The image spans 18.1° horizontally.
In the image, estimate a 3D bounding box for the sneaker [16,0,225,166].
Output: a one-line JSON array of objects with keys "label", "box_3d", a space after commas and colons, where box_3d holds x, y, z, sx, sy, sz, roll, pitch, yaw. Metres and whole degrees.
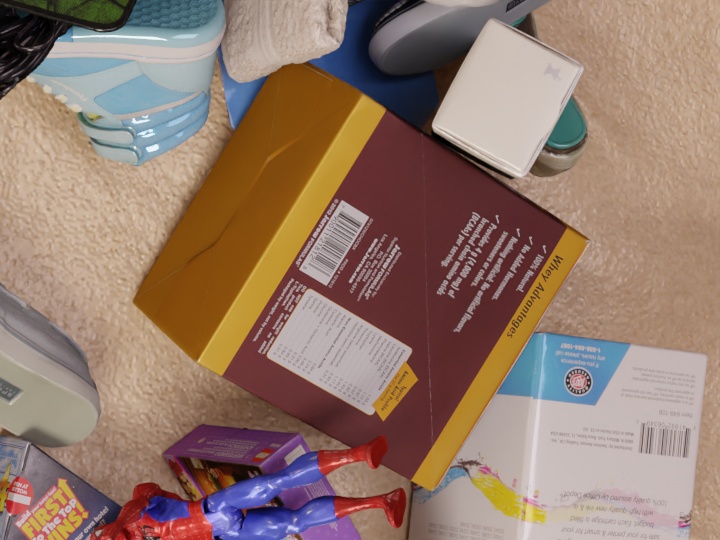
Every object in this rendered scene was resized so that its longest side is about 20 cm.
[{"label": "sneaker", "box_3d": [-0.186, -0.121, 1.435, 0.199, 0.131, 0.080, 5, 46, 1]}]

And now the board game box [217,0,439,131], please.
[{"label": "board game box", "box_3d": [-0.035, -0.166, 1.544, 0.158, 0.039, 0.201, -11, 90, -25]}]

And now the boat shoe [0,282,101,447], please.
[{"label": "boat shoe", "box_3d": [-0.243, 0.037, 1.403, 0.070, 0.072, 0.201, -38, 126, 19]}]

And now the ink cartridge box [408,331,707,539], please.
[{"label": "ink cartridge box", "box_3d": [0.134, 0.148, 1.578, 0.146, 0.146, 0.201, 9, 86, -30]}]

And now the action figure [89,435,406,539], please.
[{"label": "action figure", "box_3d": [-0.081, 0.157, 1.362, 0.099, 0.199, 0.065, -58, 132, -63]}]

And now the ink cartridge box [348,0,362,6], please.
[{"label": "ink cartridge box", "box_3d": [0.013, -0.284, 1.446, 0.043, 0.198, 0.201, -3, 85, -32]}]

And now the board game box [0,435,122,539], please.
[{"label": "board game box", "box_3d": [-0.195, 0.214, 1.438, 0.200, 0.062, 0.200, -45, 110, -22]}]

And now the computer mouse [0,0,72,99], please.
[{"label": "computer mouse", "box_3d": [-0.258, -0.164, 1.358, 0.139, 0.199, 0.053, -55, 160, -41]}]

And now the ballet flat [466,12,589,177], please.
[{"label": "ballet flat", "box_3d": [0.096, -0.155, 1.602, 0.067, 0.062, 0.201, -18, 76, -20]}]

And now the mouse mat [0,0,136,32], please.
[{"label": "mouse mat", "box_3d": [-0.191, -0.227, 1.376, 0.160, 0.008, 0.200, 16, 47, 4]}]

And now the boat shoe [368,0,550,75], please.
[{"label": "boat shoe", "box_3d": [0.072, -0.210, 1.551, 0.200, 0.071, 0.091, -29, 69, -21]}]

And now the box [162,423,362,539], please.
[{"label": "box", "box_3d": [-0.039, 0.195, 1.484, 0.039, 0.137, 0.200, -37, 107, -26]}]

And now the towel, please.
[{"label": "towel", "box_3d": [-0.046, -0.228, 1.449, 0.034, 0.132, 0.201, 6, 82, -28]}]

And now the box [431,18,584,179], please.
[{"label": "box", "box_3d": [0.092, -0.107, 1.456, 0.068, 0.200, 0.082, 29, 91, 1]}]

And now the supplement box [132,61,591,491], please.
[{"label": "supplement box", "box_3d": [0.000, 0.000, 1.476, 0.200, 0.133, 0.198, 31, 92, -29]}]

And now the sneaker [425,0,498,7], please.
[{"label": "sneaker", "box_3d": [0.043, -0.258, 1.490, 0.075, 0.200, 0.089, -13, 141, -15]}]
